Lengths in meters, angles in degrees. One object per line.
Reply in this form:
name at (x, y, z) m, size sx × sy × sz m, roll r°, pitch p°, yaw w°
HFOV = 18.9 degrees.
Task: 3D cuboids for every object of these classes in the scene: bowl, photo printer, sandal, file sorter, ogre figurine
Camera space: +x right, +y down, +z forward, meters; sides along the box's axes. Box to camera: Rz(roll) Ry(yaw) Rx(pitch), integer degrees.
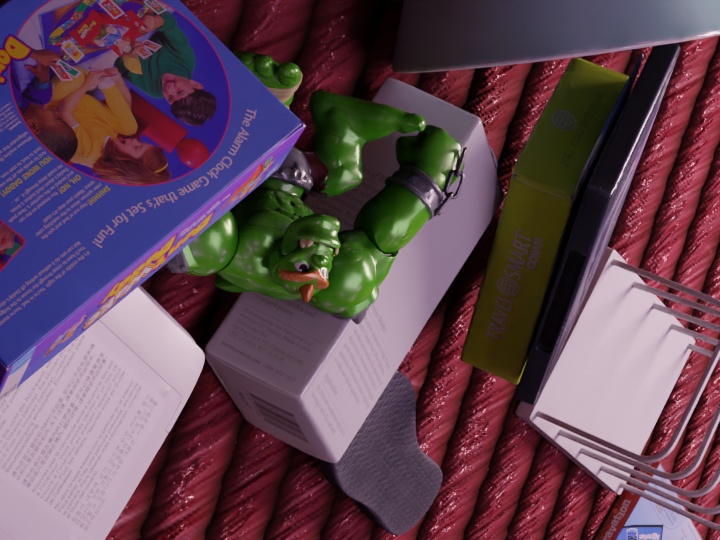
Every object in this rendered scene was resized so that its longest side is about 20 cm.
bowl at (0.110, -0.177, 1.243) m, size 0.200 × 0.200 × 0.106 m, roll -17°, pitch 101°, yaw -50°
photo printer at (-0.174, 0.055, 1.052) m, size 0.167 × 0.069 × 0.200 m, roll -60°, pitch 146°, yaw -13°
sandal at (0.003, 0.113, 1.378) m, size 0.076 × 0.043 × 0.201 m, roll -48°, pitch 152°, yaw -16°
file sorter at (0.231, 0.096, 1.611) m, size 0.139 × 0.124 × 0.200 m, roll -63°, pitch 146°, yaw -8°
ogre figurine at (-0.037, -0.043, 1.152) m, size 0.199 × 0.098 × 0.121 m, roll 18°, pitch 87°, yaw -54°

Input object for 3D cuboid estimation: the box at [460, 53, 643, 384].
box at (0.119, -0.037, 1.362) m, size 0.201 × 0.047 × 0.122 m, roll 103°, pitch 12°, yaw -47°

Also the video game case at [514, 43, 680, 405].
video game case at (0.146, -0.028, 1.341) m, size 0.201 × 0.019 × 0.143 m, roll 102°, pitch 13°, yaw -48°

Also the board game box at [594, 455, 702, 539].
board game box at (0.244, 0.243, 1.811) m, size 0.103 × 0.019 × 0.200 m, roll -58°, pitch 146°, yaw -17°

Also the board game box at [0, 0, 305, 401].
board game box at (-0.140, -0.050, 0.980) m, size 0.200 × 0.134 × 0.045 m, roll -41°, pitch 174°, yaw -34°

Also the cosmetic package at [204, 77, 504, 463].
cosmetic package at (0.000, 0.000, 1.259) m, size 0.201 × 0.074 × 0.102 m, roll -58°, pitch 156°, yaw -18°
